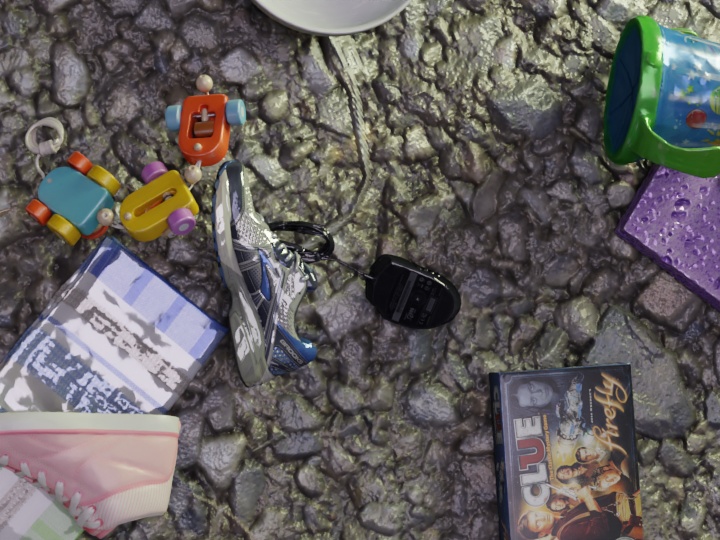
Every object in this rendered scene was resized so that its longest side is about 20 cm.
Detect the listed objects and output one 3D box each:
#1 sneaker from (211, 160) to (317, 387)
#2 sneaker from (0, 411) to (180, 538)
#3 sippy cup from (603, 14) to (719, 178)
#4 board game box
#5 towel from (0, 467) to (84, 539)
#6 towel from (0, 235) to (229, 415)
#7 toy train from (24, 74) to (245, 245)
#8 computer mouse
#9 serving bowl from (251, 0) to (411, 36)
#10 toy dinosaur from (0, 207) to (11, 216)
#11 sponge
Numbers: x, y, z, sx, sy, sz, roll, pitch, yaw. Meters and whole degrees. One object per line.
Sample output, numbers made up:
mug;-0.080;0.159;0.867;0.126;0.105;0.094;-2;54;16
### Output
sneaker;-0.084;-0.002;1.183;0.084;0.077;0.202;-11;98;-5
sneaker;-0.250;0.172;1.110;0.199;0.075;0.106;4;80;-20
sippy cup;0.307;-0.161;1.242;0.129;0.140;0.179;7;78;-2
board game box;0.196;0.193;1.255;0.134;0.035;0.202;-4;87;-13
towel;-0.351;0.209;1.134;0.200;0.031;0.149;41;80;-7
towel;-0.231;0.087;1.173;0.147;0.024;0.200;40;79;-8
toy train;-0.194;-0.087;1.163;0.198;0.056;0.151;-7;63;9
computer mouse;0.000;0.000;1.230;0.199;0.034;0.059;24;107;-6
serving bowl;-0.034;-0.309;1.220;0.198;0.066;0.202;1;86;-13
toy dinosaur;-0.370;0.031;1.134;0.101;0.058;0.202;21;71;-34
sponge;0.358;-0.027;1.308;0.199;0.030;0.112;35;79;-8
